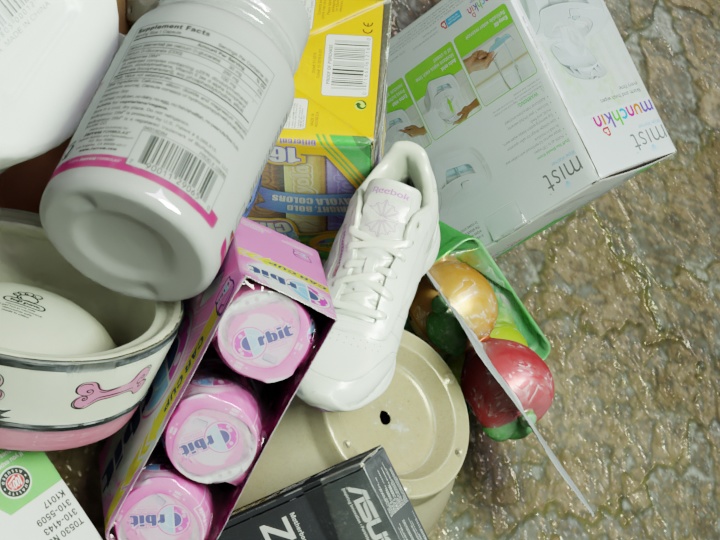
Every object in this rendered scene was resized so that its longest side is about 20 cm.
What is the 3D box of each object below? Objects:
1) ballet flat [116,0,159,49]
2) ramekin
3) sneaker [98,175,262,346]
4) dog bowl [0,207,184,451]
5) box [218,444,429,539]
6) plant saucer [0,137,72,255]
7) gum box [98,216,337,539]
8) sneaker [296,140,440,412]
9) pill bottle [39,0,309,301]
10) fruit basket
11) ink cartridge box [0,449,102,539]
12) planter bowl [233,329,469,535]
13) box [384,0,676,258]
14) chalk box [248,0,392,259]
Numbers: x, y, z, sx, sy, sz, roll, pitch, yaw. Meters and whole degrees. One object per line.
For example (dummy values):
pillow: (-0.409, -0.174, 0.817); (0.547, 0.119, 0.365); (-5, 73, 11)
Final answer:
ballet flat: (-0.147, -0.161, 1.424); (0.068, 0.068, 0.200); (3, 84, -33)
ramekin: (-0.244, -0.151, 1.326); (0.200, 0.098, 0.201); (5, 82, -42)
sneaker: (-0.120, 0.009, 1.416); (0.078, 0.200, 0.075); (18, 16, -49)
dog bowl: (-0.211, 0.036, 1.314); (0.200, 0.074, 0.200); (12, 24, -5)
box: (-0.015, 0.232, 1.364); (0.200, 0.161, 0.049); (64, 21, -2)
plant saucer: (-0.208, -0.103, 1.441); (0.200, 0.037, 0.201); (4, 84, -33)
gum box: (-0.093, 0.079, 1.331); (0.066, 0.200, 0.114); (25, 16, -16)
sneaker: (0.000, 0.000, 1.370); (0.075, 0.100, 0.200); (14, 49, 9)
pill bottle: (-0.107, -0.090, 1.321); (0.113, 0.113, 0.200); (36, 54, -19)
fruit basket: (0.080, 0.064, 1.507); (0.185, 0.094, 0.200); (54, 8, -37)
ink cartridge box: (-0.212, 0.214, 1.283); (0.145, 0.084, 0.200); (-35, 93, -42)
planter bowl: (-0.012, 0.112, 1.450); (0.200, 0.135, 0.201); (17, 59, -31)
box: (0.104, -0.115, 1.600); (0.097, 0.200, 0.177); (-21, 82, -41)
chalk box: (-0.046, -0.088, 1.504); (0.124, 0.200, 0.125); (5, 59, 1)
